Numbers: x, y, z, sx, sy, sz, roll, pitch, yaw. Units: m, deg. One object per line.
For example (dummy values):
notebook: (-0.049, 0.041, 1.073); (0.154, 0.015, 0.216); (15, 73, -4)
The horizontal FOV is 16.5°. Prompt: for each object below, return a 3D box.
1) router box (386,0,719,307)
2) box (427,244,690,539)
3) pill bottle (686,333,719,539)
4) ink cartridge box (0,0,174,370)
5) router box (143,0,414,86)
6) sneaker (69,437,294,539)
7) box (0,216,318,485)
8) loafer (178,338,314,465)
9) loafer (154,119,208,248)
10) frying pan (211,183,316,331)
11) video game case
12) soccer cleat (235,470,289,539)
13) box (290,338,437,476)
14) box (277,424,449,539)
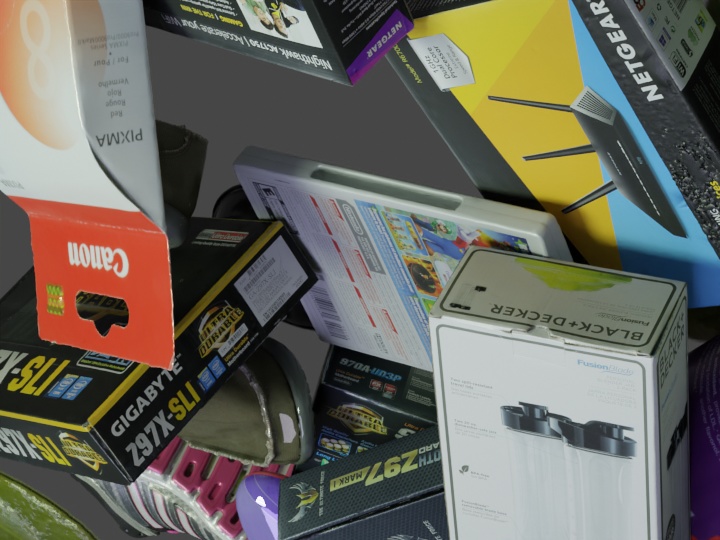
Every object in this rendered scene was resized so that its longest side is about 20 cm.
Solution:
router box: (0.118, -0.067, 1.197); (0.149, 0.051, 0.200); (-8, 129, 43)
box: (0.102, 0.092, 1.228); (0.116, 0.060, 0.201); (9, 129, 22)
pill bottle: (0.225, 0.070, 1.252); (0.112, 0.113, 0.200); (37, 143, -11)
ink cartridge box: (-0.158, -0.053, 1.261); (0.162, 0.050, 0.202); (8, 104, 57)
router box: (-0.081, -0.176, 1.170); (0.199, 0.051, 0.150); (21, 147, 43)
sneaker: (-0.108, 0.140, 1.584); (0.199, 0.074, 0.088); (28, 147, 4)
box: (-0.138, 0.037, 1.369); (0.199, 0.160, 0.049); (5, 138, 53)
loafer: (-0.098, 0.074, 1.431); (0.199, 0.069, 0.076); (14, 117, 52)
loafer: (-0.164, -0.082, 1.378); (0.199, 0.070, 0.075); (29, 169, 18)
frying pan: (-0.002, 0.010, 1.403); (0.189, 0.031, 0.115); (23, 145, 12)
video game case: (0.036, 0.006, 1.298); (0.199, 0.018, 0.144); (15, 145, 37)
soccer cleat: (-0.017, 0.207, 1.469); (0.066, 0.077, 0.201); (-12, 120, 38)
box: (0.061, 0.123, 1.454); (0.199, 0.046, 0.159); (18, 142, 2)
box: (0.067, 0.167, 1.394); (0.157, 0.051, 0.200); (-20, 132, 19)
